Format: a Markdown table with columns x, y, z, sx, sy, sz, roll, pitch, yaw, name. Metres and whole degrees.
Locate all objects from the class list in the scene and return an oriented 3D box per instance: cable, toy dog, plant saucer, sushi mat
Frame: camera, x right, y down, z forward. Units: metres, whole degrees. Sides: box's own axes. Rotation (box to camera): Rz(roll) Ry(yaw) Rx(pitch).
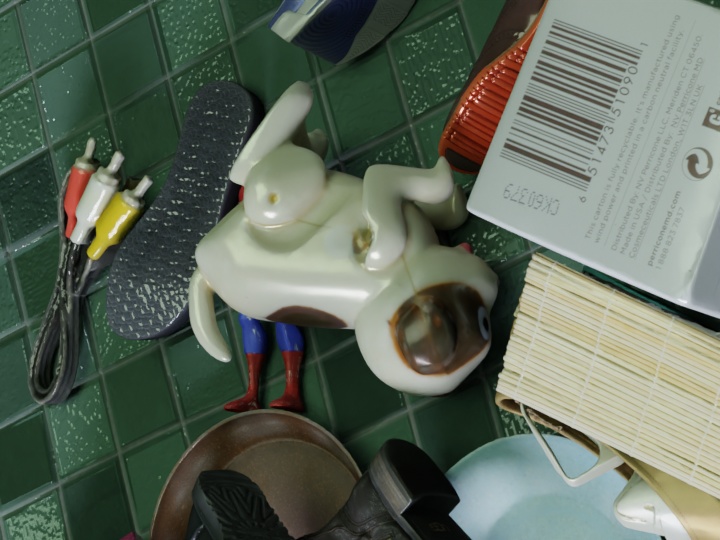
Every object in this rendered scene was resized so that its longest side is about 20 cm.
| x | y | z | sx | sy | sz | roll | pitch | yaw | name |
| --- | --- | --- | --- | --- | --- | --- | --- | --- | --- |
| -0.220 | -0.003 | 1.883 | 0.097 | 0.050 | 0.201 | 35 | 102 | 39 | cable |
| 0.000 | 0.000 | 1.667 | 0.199 | 0.140 | 0.194 | 33 | 71 | 14 | toy dog |
| -0.061 | 0.198 | 1.750 | 0.199 | 0.034 | 0.202 | -6 | 80 | 34 | plant saucer |
| 0.117 | 0.207 | 1.621 | 0.200 | 0.039 | 0.203 | -7 | 78 | 35 | plant saucer |
| 0.172 | 0.069 | 1.498 | 0.199 | 0.012 | 0.096 | 26 | 120 | 26 | sushi mat |

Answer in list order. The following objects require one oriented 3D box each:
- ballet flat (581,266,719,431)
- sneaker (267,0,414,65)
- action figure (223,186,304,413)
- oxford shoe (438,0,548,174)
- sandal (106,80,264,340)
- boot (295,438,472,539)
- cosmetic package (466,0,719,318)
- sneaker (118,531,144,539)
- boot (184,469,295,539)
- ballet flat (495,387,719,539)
| x | y | z | sx | sy | sz | roll | pitch | yaw | name |
| --- | --- | --- | --- | --- | --- | --- | --- | --- | --- |
| 0.202 | 0.058 | 1.511 | 0.199 | 0.072 | 0.072 | 23 | 95 | 30 | ballet flat |
| 0.001 | -0.249 | 1.762 | 0.200 | 0.080 | 0.115 | -51 | 54 | 9 | sneaker |
| -0.067 | -0.002 | 1.781 | 0.065 | 0.052 | 0.202 | -7 | 76 | 38 | action figure |
| 0.118 | -0.150 | 1.676 | 0.200 | 0.071 | 0.073 | -50 | 30 | 21 | oxford shoe |
| -0.118 | -0.037 | 1.830 | 0.076 | 0.043 | 0.201 | 24 | 86 | 28 | sandal |
| 0.011 | 0.227 | 1.635 | 0.174 | 0.069 | 0.201 | -49 | 48 | 27 | boot |
| 0.202 | -0.066 | 1.508 | 0.164 | 0.199 | 0.166 | 25 | 95 | 36 | cosmetic package |
| -0.176 | 0.265 | 1.777 | 0.088 | 0.081 | 0.201 | 40 | 135 | 19 | sneaker |
| -0.096 | 0.258 | 1.662 | 0.165 | 0.065 | 0.201 | -118 | 43 | -58 | boot |
| 0.162 | 0.122 | 1.552 | 0.063 | 0.069 | 0.200 | -43 | 63 | -9 | ballet flat |
